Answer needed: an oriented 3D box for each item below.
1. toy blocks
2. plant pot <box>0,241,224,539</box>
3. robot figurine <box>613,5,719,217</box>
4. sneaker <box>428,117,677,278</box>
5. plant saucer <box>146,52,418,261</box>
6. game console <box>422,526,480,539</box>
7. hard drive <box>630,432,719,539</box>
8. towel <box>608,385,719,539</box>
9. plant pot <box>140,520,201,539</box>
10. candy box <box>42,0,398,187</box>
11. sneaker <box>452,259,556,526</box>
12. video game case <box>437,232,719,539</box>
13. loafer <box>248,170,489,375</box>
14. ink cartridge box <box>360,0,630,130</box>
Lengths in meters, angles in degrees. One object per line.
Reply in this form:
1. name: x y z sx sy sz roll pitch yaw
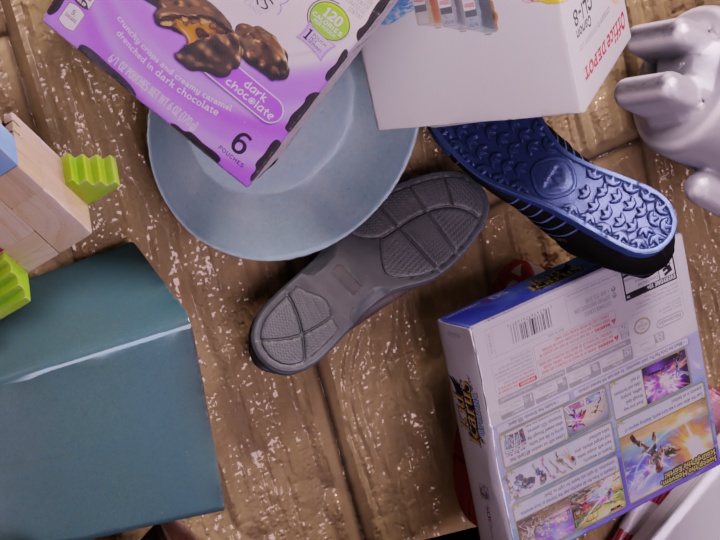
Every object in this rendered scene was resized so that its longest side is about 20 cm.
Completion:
1. toy blocks: -0.266 -0.040 1.550 0.200 0.100 0.137 -29 134 15
2. plant pot: -0.211 0.094 1.633 0.199 0.141 0.142 -16 116 -14
3. robot figurine: 0.275 -0.118 1.815 0.200 0.113 0.170 22 79 -32
4. sneaker: 0.128 -0.058 1.752 0.070 0.200 0.078 -51 166 -15
5. plant saucer: -0.055 -0.107 1.691 0.200 0.039 0.202 -11 114 -24
6. game console: 0.059 0.267 1.786 0.116 0.200 0.176 20 100 -13
7. hard drive: 0.310 0.177 1.974 0.200 0.026 0.132 -50 122 -1
8. towel: 0.268 0.202 1.991 0.144 0.023 0.200 28 95 -32
9. plant pot: -0.148 0.301 1.720 0.198 0.200 0.200 -39 122 0
10. candy box: -0.069 -0.183 1.549 0.168 0.072 0.200 39 115 1
11. sneaker: 0.143 0.095 1.851 0.115 0.078 0.201 5 108 -28
12. video game case: 0.157 0.087 1.798 0.200 0.045 0.182 -22 109 -31
13. loafer: 0.000 0.000 1.759 0.200 0.063 0.072 -37 91 -15
14. ink cartridge box: 0.077 -0.208 1.619 0.144 0.145 0.201 -3 114 21
